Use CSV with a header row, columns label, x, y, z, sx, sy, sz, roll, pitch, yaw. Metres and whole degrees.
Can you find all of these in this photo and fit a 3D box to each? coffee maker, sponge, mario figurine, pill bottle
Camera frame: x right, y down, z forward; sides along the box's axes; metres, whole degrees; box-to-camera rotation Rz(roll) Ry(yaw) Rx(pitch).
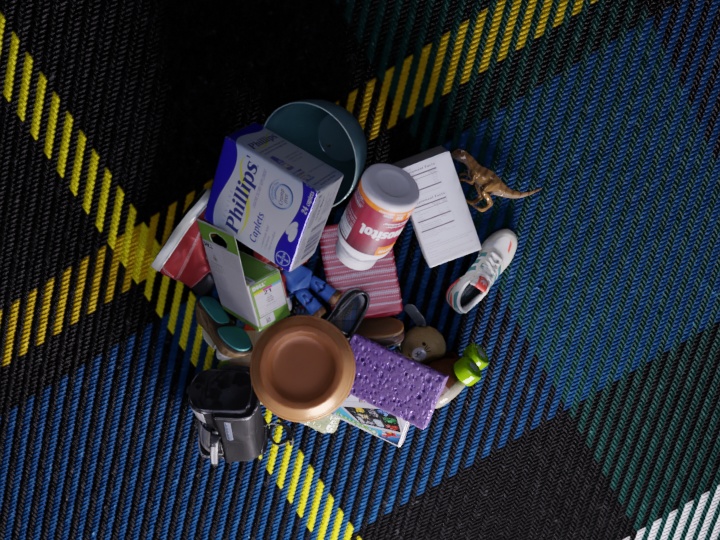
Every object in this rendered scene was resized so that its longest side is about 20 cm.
label,x,y,z,sx,sy,sz,roll,pitch,yaw
coffee maker,-0.236,0.279,1.603,0.191,0.135,0.200,-15,146,-16
sponge,0.055,0.211,1.549,0.199,0.030,0.112,24,98,15
mario figurine,-0.131,0.006,1.600,0.200,0.123,0.106,47,132,2
pill bottle,0.024,-0.094,1.512,0.113,0.113,0.200,19,137,-9

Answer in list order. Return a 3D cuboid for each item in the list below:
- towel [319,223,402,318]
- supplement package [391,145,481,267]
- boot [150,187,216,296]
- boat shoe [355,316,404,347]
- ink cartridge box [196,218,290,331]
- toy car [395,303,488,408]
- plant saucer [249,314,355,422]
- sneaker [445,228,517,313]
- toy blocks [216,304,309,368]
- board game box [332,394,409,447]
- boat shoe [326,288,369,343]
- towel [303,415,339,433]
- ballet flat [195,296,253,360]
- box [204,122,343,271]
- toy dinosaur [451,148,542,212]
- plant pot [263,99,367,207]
label,x,y,z,sx,sy,sz,roll,pitch,yaw
towel,0.000,0.000,1.625,0.144,0.022,0.201,-10,92,0
supplement package,0.146,-0.126,1.574,0.109,0.114,0.201,-20,105,2
boot,-0.298,-0.051,1.584,0.144,0.072,0.200,32,106,-13
boat shoe,-0.004,0.138,1.642,0.199,0.070,0.071,-2,121,19
ink cartridge box,-0.220,-0.005,1.524,0.076,0.148,0.201,-28,122,-30
toy car,0.129,0.170,1.641,0.164,0.158,0.200,-41,88,23
plant saucer,-0.109,0.181,1.510,0.199,0.037,0.201,0,81,1
sneaker,0.253,0.008,1.627,0.070,0.093,0.200,38,99,-13
toy blocks,-0.179,0.132,1.616,0.199,0.100,0.137,0,79,12
board game box,0.011,0.254,1.613,0.199,0.035,0.127,23,115,14
boat shoe,-0.046,0.121,1.567,0.069,0.057,0.200,33,77,-14
towel,-0.116,0.244,1.689,0.199,0.036,0.149,25,100,-9
ballet flat,-0.272,0.129,1.580,0.068,0.200,0.073,-2,121,-41
box,-0.160,-0.132,1.459,0.200,0.105,0.184,31,125,12
toy dinosaur,0.259,-0.166,1.602,0.200,0.060,0.106,31,98,-12
plant pot,-0.068,-0.231,1.507,0.199,0.135,0.201,12,120,22
